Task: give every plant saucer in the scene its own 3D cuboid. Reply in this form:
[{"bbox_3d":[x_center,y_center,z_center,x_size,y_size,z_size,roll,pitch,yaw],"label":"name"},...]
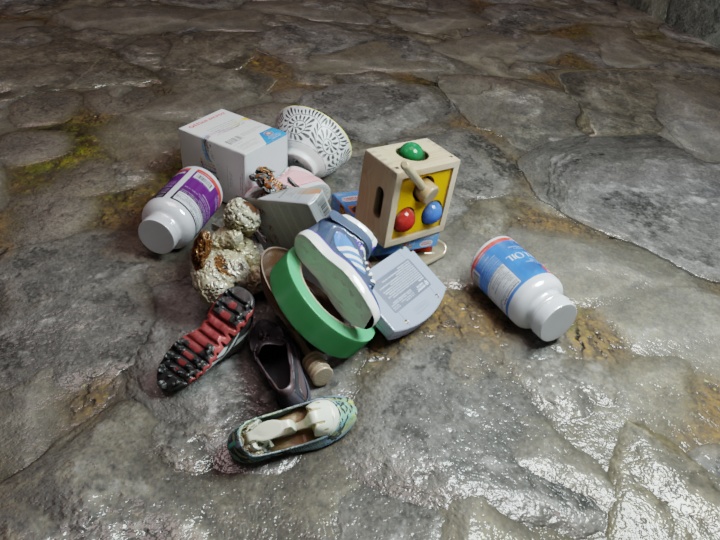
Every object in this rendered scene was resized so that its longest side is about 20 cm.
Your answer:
[{"bbox_3d":[-0.103,0.047,1.104,0.200,0.037,0.201,40,22,-19],"label":"plant saucer"}]

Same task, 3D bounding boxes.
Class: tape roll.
[{"bbox_3d":[-0.060,0.050,1.069,0.200,0.048,0.201,40,22,-19],"label":"tape roll"}]

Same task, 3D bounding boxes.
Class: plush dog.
[{"bbox_3d":[-0.240,-0.004,1.142,0.159,0.202,0.172,-19,18,25],"label":"plush dog"}]

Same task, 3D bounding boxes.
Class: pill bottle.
[{"bbox_3d":[-0.366,-0.121,1.301,0.111,0.114,0.201,12,38,9],"label":"pill bottle"},{"bbox_3d":[0.298,0.034,1.174,0.111,0.113,0.200,-15,42,-24],"label":"pill bottle"}]

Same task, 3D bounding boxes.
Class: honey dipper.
[{"bbox_3d":[-0.102,0.117,1.086,0.038,0.038,0.200,-13,38,-22],"label":"honey dipper"}]

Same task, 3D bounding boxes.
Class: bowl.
[{"bbox_3d":[-0.129,-0.278,1.503,0.198,0.202,0.095,18,63,17],"label":"bowl"}]

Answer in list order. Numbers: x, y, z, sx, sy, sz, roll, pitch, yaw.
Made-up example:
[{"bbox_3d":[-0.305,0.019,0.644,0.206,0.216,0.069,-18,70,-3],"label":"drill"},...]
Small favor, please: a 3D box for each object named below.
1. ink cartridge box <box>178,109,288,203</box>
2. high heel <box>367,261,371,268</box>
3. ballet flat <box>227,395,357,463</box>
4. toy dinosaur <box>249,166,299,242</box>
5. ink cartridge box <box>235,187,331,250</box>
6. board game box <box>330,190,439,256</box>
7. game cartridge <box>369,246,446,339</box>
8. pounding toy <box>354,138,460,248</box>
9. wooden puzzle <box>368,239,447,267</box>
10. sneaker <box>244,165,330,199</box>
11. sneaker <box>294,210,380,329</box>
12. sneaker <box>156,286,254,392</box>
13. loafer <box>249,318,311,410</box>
[{"bbox_3d":[-0.286,-0.252,1.454,0.198,0.146,0.147,25,41,24],"label":"ink cartridge box"},{"bbox_3d":[0.000,0.000,1.196,0.067,0.097,0.200,-23,45,-33],"label":"high heel"},{"bbox_3d":[-0.090,0.223,0.913,0.198,0.075,0.074,-17,42,-21],"label":"ballet flat"},{"bbox_3d":[-0.161,-0.123,1.312,0.199,0.103,0.135,39,64,23],"label":"toy dinosaur"},{"bbox_3d":[-0.123,-0.079,1.191,0.198,0.163,0.050,13,49,40],"label":"ink cartridge box"},{"bbox_3d":[0.047,-0.106,1.322,0.149,0.037,0.200,-10,39,-25],"label":"board game box"},{"bbox_3d":[0.071,0.041,1.149,0.133,0.041,0.199,46,39,10],"label":"game cartridge"},{"bbox_3d":[0.090,-0.152,1.188,0.182,0.202,0.142,-17,43,-33],"label":"pounding toy"},{"bbox_3d":[0.053,-0.056,1.319,0.184,0.047,0.199,34,46,32],"label":"wooden puzzle"},{"bbox_3d":[-0.175,-0.179,1.433,0.198,0.076,0.105,-12,38,-25],"label":"sneaker"},{"bbox_3d":[-0.001,-0.012,1.054,0.146,0.081,0.200,-27,68,-41],"label":"sneaker"},{"bbox_3d":[-0.242,0.121,1.035,0.070,0.098,0.201,34,68,16],"label":"sneaker"},{"bbox_3d":[-0.132,0.138,1.016,0.071,0.063,0.201,-29,45,-6],"label":"loafer"}]
